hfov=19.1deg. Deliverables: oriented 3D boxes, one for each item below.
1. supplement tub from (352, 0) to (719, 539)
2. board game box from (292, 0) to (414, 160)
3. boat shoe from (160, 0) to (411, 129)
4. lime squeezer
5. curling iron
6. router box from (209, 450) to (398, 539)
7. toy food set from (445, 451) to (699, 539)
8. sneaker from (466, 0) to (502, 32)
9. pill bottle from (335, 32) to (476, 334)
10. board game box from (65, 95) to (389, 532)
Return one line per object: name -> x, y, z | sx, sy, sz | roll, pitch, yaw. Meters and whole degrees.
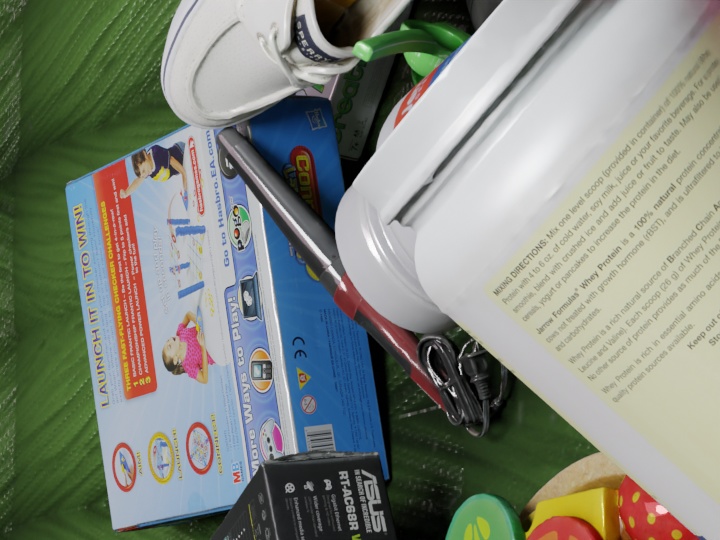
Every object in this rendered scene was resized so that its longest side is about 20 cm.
supplement tub -> 0.110, -0.010, 0.748 | 0.145, 0.200, 0.145 | -49, 0, 0
board game box -> -0.010, -0.175, 1.141 | 0.126, 0.034, 0.202 | 37, 113, 52
boat shoe -> -0.022, -0.120, 0.981 | 0.200, 0.071, 0.070 | -36, 34, 30
lime squeezer -> 0.026, -0.088, 0.997 | 0.070, 0.200, 0.038 | -39, 72, -8
curling iron -> 0.000, 0.000, 1.023 | 0.200, 0.025, 0.050 | 46, 134, 20
router box -> -0.020, 0.204, 0.997 | 0.150, 0.062, 0.202 | 126, 137, -58
toy food set -> 0.099, 0.174, 0.883 | 0.197, 0.048, 0.202 | -22, 64, 52
sneaker -> 0.109, -0.151, 0.939 | 0.200, 0.075, 0.092 | -30, 64, 60
pill bottle -> 0.075, -0.051, 0.916 | 0.200, 0.111, 0.113 | -39, 52, 44
board game box -> -0.076, 0.028, 1.140 | 0.195, 0.055, 0.202 | -18, 79, 53
